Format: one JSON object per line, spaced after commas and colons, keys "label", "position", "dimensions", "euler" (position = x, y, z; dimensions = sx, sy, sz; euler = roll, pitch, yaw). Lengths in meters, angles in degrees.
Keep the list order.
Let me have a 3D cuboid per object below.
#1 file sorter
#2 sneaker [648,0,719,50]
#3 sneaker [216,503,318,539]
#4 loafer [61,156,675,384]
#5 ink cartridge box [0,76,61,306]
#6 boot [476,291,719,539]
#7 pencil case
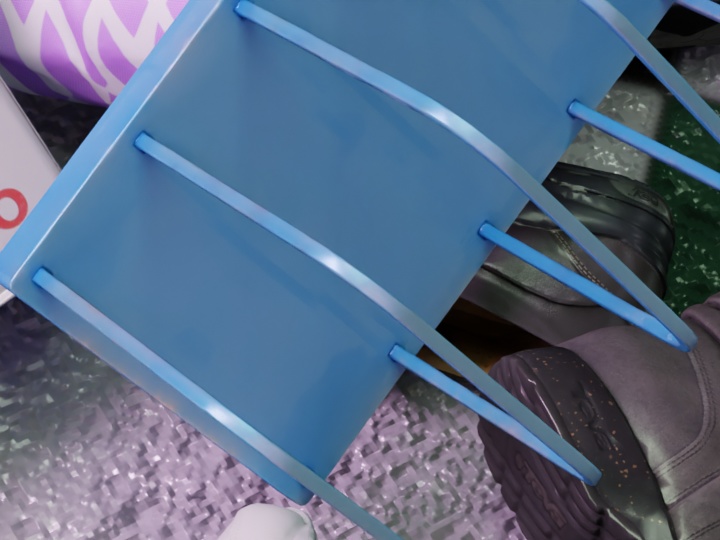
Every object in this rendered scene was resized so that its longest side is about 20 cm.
{"label": "file sorter", "position": [0.029, -0.026, 0.812], "dimensions": [0.200, 0.139, 0.123], "euler": [-54, 42, -4]}
{"label": "sneaker", "position": [0.052, -0.145, 1.005], "dimensions": [0.201, 0.077, 0.147], "euler": [-8, 80, -20]}
{"label": "sneaker", "position": [-0.082, 0.137, 0.833], "dimensions": [0.099, 0.078, 0.200], "euler": [23, 57, 15]}
{"label": "loafer", "position": [0.000, 0.000, 0.933], "dimensions": [0.199, 0.073, 0.073], "euler": [6, 61, 1]}
{"label": "ink cartridge box", "position": [-0.200, -0.051, 0.888], "dimensions": [0.146, 0.083, 0.200], "euler": [-37, 101, -25]}
{"label": "boot", "position": [0.131, 0.093, 0.874], "dimensions": [0.131, 0.070, 0.201], "euler": [-16, 76, -26]}
{"label": "pencil case", "position": [-0.062, -0.094, 0.924], "dimensions": [0.199, 0.086, 0.084], "euler": [8, 43, 37]}
